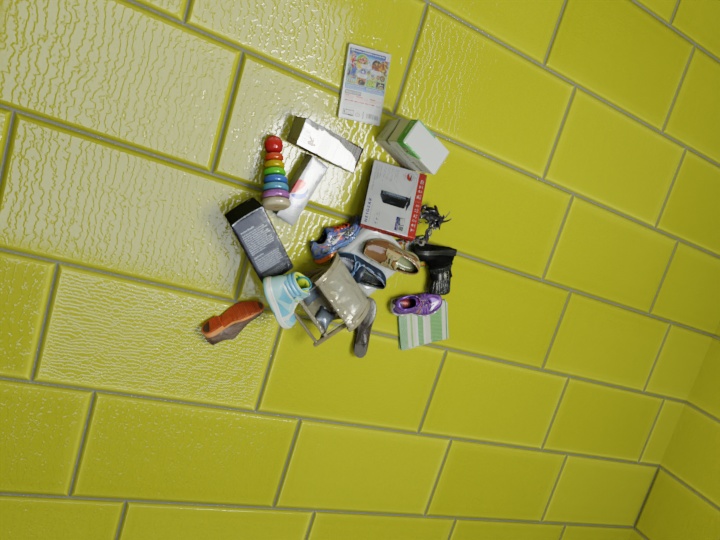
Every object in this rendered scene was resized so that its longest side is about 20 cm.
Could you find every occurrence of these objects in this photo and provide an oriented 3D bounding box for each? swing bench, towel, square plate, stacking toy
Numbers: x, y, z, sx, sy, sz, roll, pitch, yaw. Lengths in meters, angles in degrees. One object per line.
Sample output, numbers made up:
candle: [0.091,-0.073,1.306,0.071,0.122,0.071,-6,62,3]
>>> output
swing bench: [-0.102,0.089,1.696,0.195,0.132,0.201,-23,117,26]
towel: [0.221,0.189,1.976,0.193,0.023,0.159,-11,108,-19]
square plate: [0.035,-0.034,1.793,0.198,0.029,0.198,-39,116,12]
stacking toy: [-0.238,-0.278,1.581,0.082,0.085,0.209,2,81,-23]

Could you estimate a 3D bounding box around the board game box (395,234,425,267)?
board game box: [0.128,-0.050,1.864,0.193,0.023,0.109,-11,112,-21]

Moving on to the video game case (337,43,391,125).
video game case: [0.011,-0.548,1.668,0.138,0.018,0.208,5,104,-24]

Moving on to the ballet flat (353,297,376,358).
ballet flat: [0.014,0.189,1.877,0.065,0.046,0.208,9,97,7]

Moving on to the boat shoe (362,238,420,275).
boat shoe: [0.102,-0.039,1.743,0.193,0.075,0.078,15,115,-17]

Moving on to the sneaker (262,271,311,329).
sneaker: [-0.187,0.085,1.584,0.126,0.081,0.203,-15,140,3]

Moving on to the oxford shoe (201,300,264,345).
oxford shoe: [-0.376,0.157,1.688,0.194,0.072,0.074,-24,133,-11]

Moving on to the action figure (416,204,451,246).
action figure: [0.191,-0.154,1.807,0.191,0.122,0.104,2,139,-4]

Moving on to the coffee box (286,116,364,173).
coffee box: [-0.101,-0.362,1.621,0.195,0.113,0.082,22,97,-28]

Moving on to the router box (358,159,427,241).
router box: [0.100,-0.212,1.724,0.173,0.049,0.208,13,81,-7]

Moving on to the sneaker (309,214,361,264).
sneaker: [-0.075,-0.107,1.731,0.199,0.075,0.079,-41,114,-9]

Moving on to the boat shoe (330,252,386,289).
boat shoe: [0.000,0.000,1.749,0.193,0.069,0.086,16,115,-16]

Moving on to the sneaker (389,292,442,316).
sneaker: [0.196,0.115,1.896,0.193,0.083,0.084,-8,79,-22]

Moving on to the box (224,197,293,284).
box: [-0.289,-0.085,1.601,0.102,0.148,0.205,-30,114,-11]

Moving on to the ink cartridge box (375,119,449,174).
ink cartridge box: [0.151,-0.373,1.680,0.145,0.199,0.085,39,87,-28]

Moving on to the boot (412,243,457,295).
boot: [0.243,0.001,1.876,0.206,0.078,0.164,3,104,-41]

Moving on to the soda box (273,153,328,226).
soda box: [-0.177,-0.237,1.649,0.063,0.068,0.203,32,92,-27]
